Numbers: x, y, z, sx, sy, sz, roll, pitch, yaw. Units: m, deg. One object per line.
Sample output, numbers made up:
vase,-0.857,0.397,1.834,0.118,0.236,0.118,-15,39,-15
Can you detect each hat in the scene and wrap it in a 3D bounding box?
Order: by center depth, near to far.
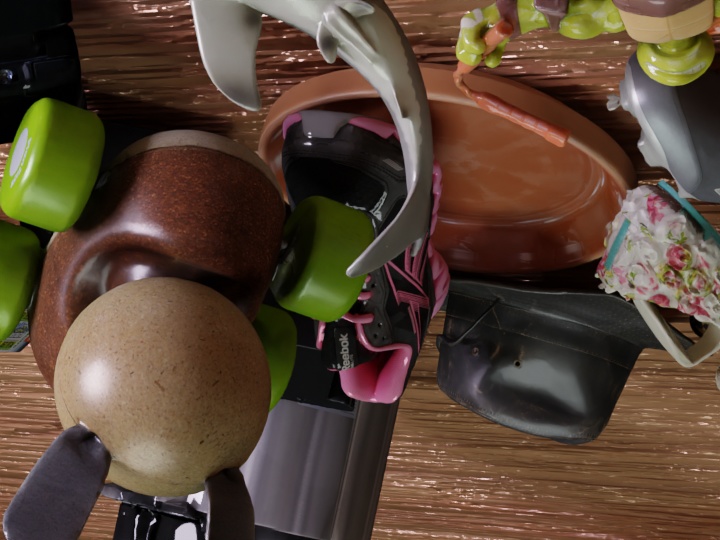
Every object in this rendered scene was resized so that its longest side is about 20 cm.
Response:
hat,0.102,0.057,1.006,0.198,0.082,0.201,15,172,2

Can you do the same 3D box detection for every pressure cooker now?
pressure cooker,-0.071,0.135,1.145,0.174,0.203,0.179,10,172,12

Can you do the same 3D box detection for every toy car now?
toy car,-0.091,0.053,0.738,0.163,0.202,0.158,18,134,-21

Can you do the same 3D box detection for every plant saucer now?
plant saucer,0.046,-0.054,0.890,0.198,0.033,0.201,10,157,4

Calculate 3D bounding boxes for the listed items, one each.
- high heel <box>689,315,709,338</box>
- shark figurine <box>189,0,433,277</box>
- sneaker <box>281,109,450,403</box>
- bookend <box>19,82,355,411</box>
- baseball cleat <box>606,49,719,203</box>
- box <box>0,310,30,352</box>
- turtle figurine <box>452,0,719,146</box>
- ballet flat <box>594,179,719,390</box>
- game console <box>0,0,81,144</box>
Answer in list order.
high heel,0.283,0.062,0.983,0.141,0.072,0.200,-8,136,33
shark figurine,-0.021,-0.106,0.727,0.214,0.128,0.090,40,-168,-13
sneaker,0.000,0.000,0.867,0.078,0.096,0.201,7,149,19
bookend,-0.084,-0.009,0.984,0.196,0.093,0.200,11,157,-1
baseball cleat,0.199,-0.058,0.777,0.106,0.071,0.199,-21,148,31
box,-0.243,-0.042,0.883,0.200,0.035,0.110,47,179,3
turtle figurine,0.124,-0.119,0.650,0.197,0.065,0.162,1,150,16
ballet flat,0.191,0.029,0.870,0.199,0.064,0.076,37,-173,-25
game console,-0.228,-0.115,0.740,0.197,0.118,0.176,-10,175,-13
